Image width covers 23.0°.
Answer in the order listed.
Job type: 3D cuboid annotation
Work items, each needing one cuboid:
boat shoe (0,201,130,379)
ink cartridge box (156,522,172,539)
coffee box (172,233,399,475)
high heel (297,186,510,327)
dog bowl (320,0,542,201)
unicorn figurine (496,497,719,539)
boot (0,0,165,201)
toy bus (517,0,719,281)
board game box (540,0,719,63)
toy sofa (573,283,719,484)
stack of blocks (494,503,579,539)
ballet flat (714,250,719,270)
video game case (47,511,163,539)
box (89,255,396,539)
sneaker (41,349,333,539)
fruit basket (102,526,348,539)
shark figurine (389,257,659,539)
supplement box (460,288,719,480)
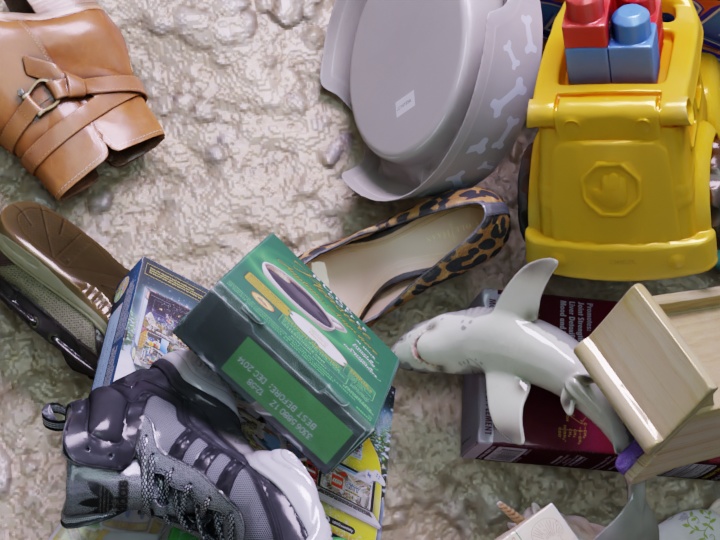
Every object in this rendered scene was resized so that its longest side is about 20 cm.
[{"bbox_3d":[-0.167,0.039,1.166,0.200,0.065,0.073,43,34,4],"label":"boat shoe"},{"bbox_3d":[-0.070,0.260,1.085,0.199,0.083,0.146,34,72,1],"label":"ink cartridge box"},{"bbox_3d":[-0.038,0.045,1.055,0.123,0.200,0.044,44,100,-3],"label":"coffee box"},{"bbox_3d":[0.000,0.000,1.160,0.199,0.143,0.072,-22,80,-14],"label":"high heel"},{"bbox_3d":[0.048,-0.142,1.188,0.058,0.200,0.202,7,72,-31],"label":"dog bowl"},{"bbox_3d":[0.188,0.204,1.177,0.199,0.074,0.138,-13,67,-26],"label":"unicorn figurine"},{"bbox_3d":[-0.245,-0.109,1.199,0.199,0.077,0.156,-29,85,-22],"label":"boot"},{"bbox_3d":[0.168,-0.120,1.131,0.135,0.193,0.201,0,38,18],"label":"toy bus"},{"bbox_3d":[0.218,-0.258,1.237,0.199,0.200,0.201,18,72,-3],"label":"board game box"},{"bbox_3d":[0.225,0.061,1.114,0.199,0.098,0.083,-7,54,-43],"label":"toy sofa"},{"bbox_3d":[0.105,0.221,1.085,0.058,0.200,0.115,-34,80,-16],"label":"stack of blocks"},{"bbox_3d":[0.222,-0.045,1.242,0.199,0.071,0.068,15,37,-6],"label":"ballet flat"},{"bbox_3d":[-0.108,0.214,1.147,0.199,0.023,0.182,35,72,2],"label":"video game case"},{"bbox_3d":[-0.072,0.093,1.116,0.199,0.038,0.137,29,42,-21],"label":"box"},{"bbox_3d":[-0.100,0.124,0.959,0.113,0.076,0.200,-13,39,-29],"label":"sneaker"},{"bbox_3d":[-0.060,0.242,0.984,0.184,0.094,0.201,6,52,-8],"label":"fruit basket"},{"bbox_3d":[0.136,0.078,1.132,0.214,0.089,0.128,43,106,17],"label":"shark figurine"},{"bbox_3d":[0.172,0.080,1.208,0.198,0.061,0.110,5,73,-8],"label":"supplement box"}]
